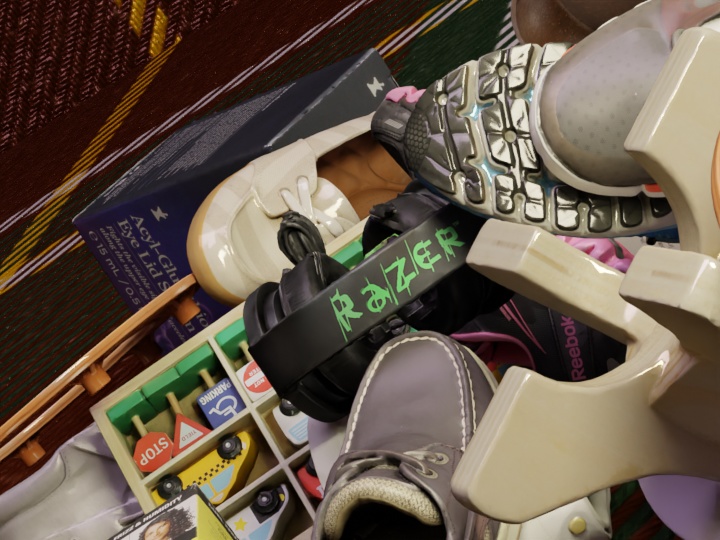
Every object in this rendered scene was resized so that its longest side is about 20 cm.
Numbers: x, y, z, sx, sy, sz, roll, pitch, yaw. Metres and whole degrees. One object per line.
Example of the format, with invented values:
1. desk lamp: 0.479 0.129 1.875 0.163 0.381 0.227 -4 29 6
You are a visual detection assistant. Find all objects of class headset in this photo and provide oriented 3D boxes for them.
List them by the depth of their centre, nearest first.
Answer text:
1. headset: 0.000 0.000 1.151 0.123 0.094 0.200 -34 -4 -8

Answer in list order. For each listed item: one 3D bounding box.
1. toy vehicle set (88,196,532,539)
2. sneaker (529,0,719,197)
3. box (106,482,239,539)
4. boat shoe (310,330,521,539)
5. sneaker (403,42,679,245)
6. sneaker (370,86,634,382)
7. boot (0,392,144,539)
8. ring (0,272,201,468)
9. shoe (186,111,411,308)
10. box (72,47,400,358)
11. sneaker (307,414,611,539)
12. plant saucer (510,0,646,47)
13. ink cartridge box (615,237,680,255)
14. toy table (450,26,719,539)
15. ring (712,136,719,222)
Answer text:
1. toy vehicle set: -0.016 0.060 1.269 0.199 0.125 0.027 -35 -30 1
2. sneaker: 0.156 -0.085 0.996 0.198 0.078 0.082 -17 -10 4
3. box: -0.084 0.168 1.133 0.075 0.050 0.200 -32 21 10
4. boat shoe: 0.015 0.097 1.002 0.071 0.065 0.201 -9 49 22
5. sneaker: 0.112 -0.035 1.081 0.198 0.079 0.090 5 -20 -12
6. sneaker: 0.058 -0.004 1.223 0.096 0.079 0.200 -50 56 8
7. boot: -0.092 0.097 1.326 0.199 0.096 0.074 -34 -5 1
8. ring: -0.150 0.071 1.336 0.200 0.019 0.200 -41 0 0
9. shoe: -0.013 -0.042 1.368 0.200 0.070 0.053 -34 -4 -46
10. box: -0.040 -0.017 1.520 0.199 0.148 0.104 -19 19 50
11. sneaker: 0.046 0.086 1.124 0.115 0.074 0.200 -32 23 1
12. plant saucer: 0.175 -0.138 1.352 0.200 0.200 0.035 -22 53 42
13. ink cartridge box: 0.130 -0.043 1.333 0.199 0.084 0.145 -22 18 42
14. toy table: 0.121 0.023 0.947 0.200 0.117 0.185 -13 51 63
15. ring: 0.211 -0.021 0.858 0.200 0.199 0.019 -46 -26 -42
